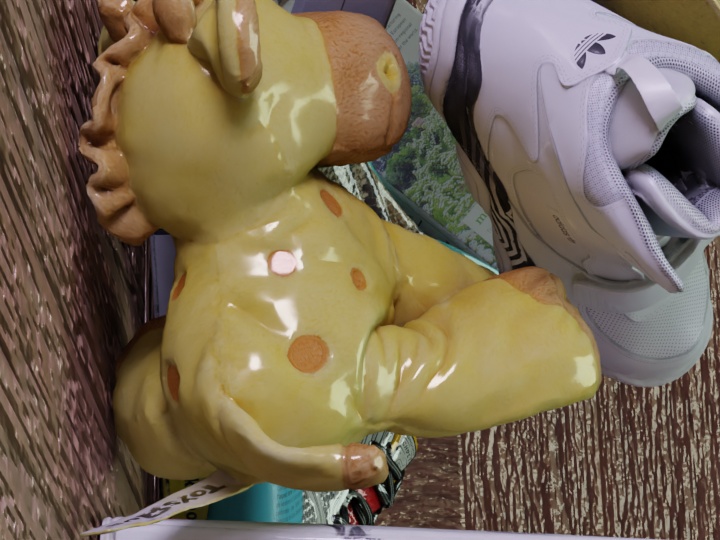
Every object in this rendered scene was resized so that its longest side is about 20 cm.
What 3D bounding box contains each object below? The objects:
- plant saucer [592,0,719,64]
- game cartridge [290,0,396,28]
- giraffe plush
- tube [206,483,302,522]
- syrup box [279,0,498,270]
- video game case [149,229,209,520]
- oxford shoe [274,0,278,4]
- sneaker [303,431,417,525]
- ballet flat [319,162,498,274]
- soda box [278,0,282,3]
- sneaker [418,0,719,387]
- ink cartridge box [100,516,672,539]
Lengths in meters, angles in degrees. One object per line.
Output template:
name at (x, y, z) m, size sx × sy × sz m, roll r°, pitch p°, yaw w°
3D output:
plant saucer at (0.105, -0.144, 0.908) m, size 0.200 × 0.048 × 0.200 m, roll 52°, pitch 29°, yaw -23°
game cartridge at (0.016, -0.160, 0.924) m, size 0.133 × 0.041 × 0.201 m, roll 119°, pitch -9°, yaw -48°
giraffe plush at (-0.032, -0.018, 0.839) m, size 0.200 × 0.172 × 0.163 m, roll -19°, pitch 99°, yaw -53°
tube at (-0.043, 0.110, 1.020) m, size 0.077 × 0.050 × 0.201 m, roll -75°, pitch 172°, yaw -84°
syrup box at (0.032, -0.045, 1.148) m, size 0.079 × 0.200 × 0.082 m, roll -49°, pitch 175°, yaw -25°
video game case at (-0.069, 0.046, 1.132) m, size 0.200 × 0.025 × 0.182 m, roll -86°, pitch 174°, yaw -78°
oxford shoe at (-0.046, -0.177, 1.061) m, size 0.071 × 0.072 × 0.201 m, roll 80°, pitch 2°, yaw -74°
sneaker at (-0.015, 0.089, 1.131) m, size 0.078 × 0.082 × 0.201 m, roll 88°, pitch 1°, yaw -54°
ballet flat at (0.000, 0.000, 1.015) m, size 0.200 × 0.068 × 0.076 m, roll 43°, pitch 62°, yaw -39°
soda box at (-0.048, -0.070, 1.253) m, size 0.063 × 0.070 × 0.201 m, roll -92°, pitch 180°, yaw -72°
sneaker at (0.097, -0.016, 0.867) m, size 0.115 × 0.075 × 0.200 m, roll 34°, pitch -19°, yaw 47°
ink cartridge box at (0.014, 0.132, 0.883) m, size 0.145 × 0.198 × 0.084 m, roll 80°, pitch 12°, yaw -82°
